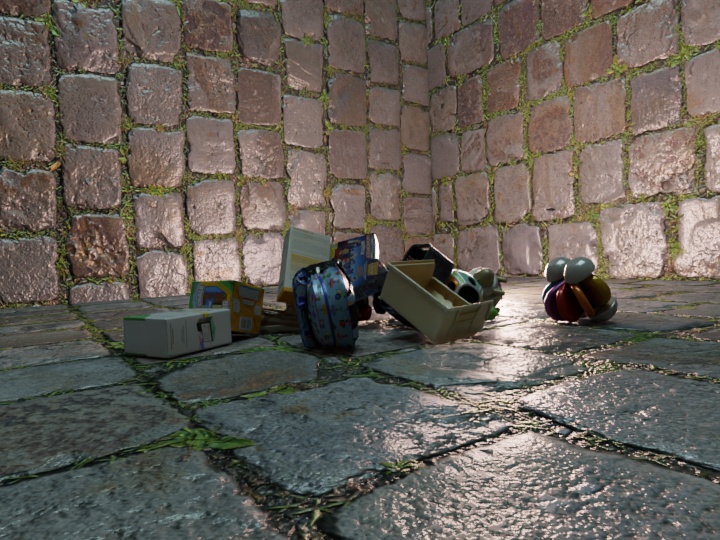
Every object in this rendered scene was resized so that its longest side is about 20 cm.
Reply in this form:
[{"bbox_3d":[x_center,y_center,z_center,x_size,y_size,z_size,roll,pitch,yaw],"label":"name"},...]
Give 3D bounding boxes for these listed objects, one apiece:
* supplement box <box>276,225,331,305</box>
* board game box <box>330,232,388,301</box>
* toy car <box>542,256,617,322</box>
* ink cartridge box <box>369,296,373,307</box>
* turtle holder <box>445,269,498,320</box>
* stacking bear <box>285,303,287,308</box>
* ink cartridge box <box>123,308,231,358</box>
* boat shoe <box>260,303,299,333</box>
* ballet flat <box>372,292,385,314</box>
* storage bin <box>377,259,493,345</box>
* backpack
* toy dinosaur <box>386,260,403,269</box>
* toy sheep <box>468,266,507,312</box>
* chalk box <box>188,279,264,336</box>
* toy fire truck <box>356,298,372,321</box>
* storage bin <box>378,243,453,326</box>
[{"bbox_3d":[-0.153,-0.006,1.460,0.123,0.205,0.074,15,-32,-20],"label":"supplement box"},{"bbox_3d":[0.000,0.000,1.492,0.194,0.204,0.062,-12,-40,21],"label":"board game box"},{"bbox_3d":[0.553,0.069,1.401,0.149,0.177,0.200,-39,9,-9],"label":"toy car"},{"bbox_3d":[-0.040,0.065,1.729,0.195,0.119,0.068,10,27,-32],"label":"ink cartridge box"},{"bbox_3d":[0.280,0.085,1.476,0.139,0.188,0.131,-35,9,-12],"label":"turtle holder"},{"bbox_3d":[-0.165,0.055,1.562,0.111,0.207,0.121,-3,2,-26],"label":"stacking bear"},{"bbox_3d":[-0.412,0.137,1.222,0.141,0.087,0.198,-1,2,29],"label":"ink cartridge box"},{"bbox_3d":[-0.184,0.126,1.446,0.193,0.074,0.076,-3,2,-11],"label":"boat shoe"},{"bbox_3d":[0.068,0.061,1.578,0.055,0.067,0.202,-21,-29,-15],"label":"ballet flat"},{"bbox_3d":[0.177,0.066,1.248,0.195,0.096,0.199,-4,32,-44],"label":"storage bin"},{"bbox_3d":[-0.073,0.085,1.159,0.130,0.188,0.200,-11,15,-8],"label":"backpack"},{"bbox_3d":[0.111,0.053,1.611,0.101,0.203,0.077,32,59,33],"label":"toy dinosaur"},{"bbox_3d":[0.375,0.066,1.644,0.133,0.141,0.203,-2,-41,0],"label":"toy sheep"},{"bbox_3d":[-0.366,0.098,1.390,0.195,0.128,0.124,-1,-12,30],"label":"chalk box"},{"bbox_3d":[-0.010,0.088,1.613,0.125,0.180,0.201,-10,-40,21],"label":"toy fire truck"},{"bbox_3d":[0.150,0.039,1.449,0.093,0.203,0.135,34,-10,-17],"label":"storage bin"}]
